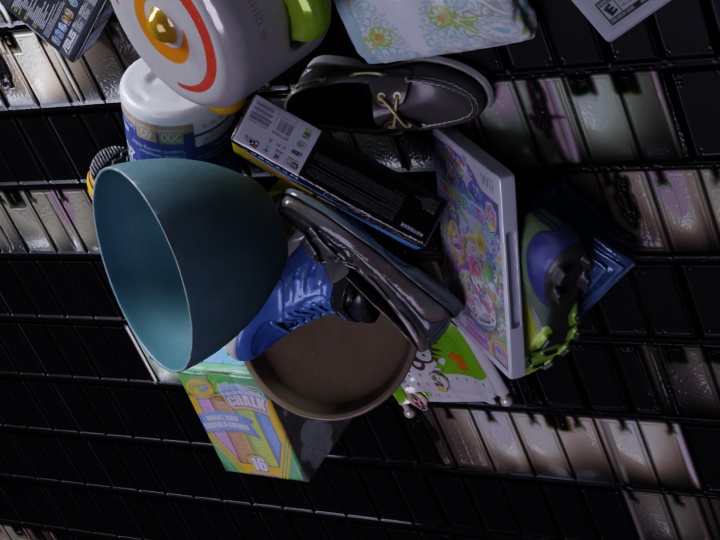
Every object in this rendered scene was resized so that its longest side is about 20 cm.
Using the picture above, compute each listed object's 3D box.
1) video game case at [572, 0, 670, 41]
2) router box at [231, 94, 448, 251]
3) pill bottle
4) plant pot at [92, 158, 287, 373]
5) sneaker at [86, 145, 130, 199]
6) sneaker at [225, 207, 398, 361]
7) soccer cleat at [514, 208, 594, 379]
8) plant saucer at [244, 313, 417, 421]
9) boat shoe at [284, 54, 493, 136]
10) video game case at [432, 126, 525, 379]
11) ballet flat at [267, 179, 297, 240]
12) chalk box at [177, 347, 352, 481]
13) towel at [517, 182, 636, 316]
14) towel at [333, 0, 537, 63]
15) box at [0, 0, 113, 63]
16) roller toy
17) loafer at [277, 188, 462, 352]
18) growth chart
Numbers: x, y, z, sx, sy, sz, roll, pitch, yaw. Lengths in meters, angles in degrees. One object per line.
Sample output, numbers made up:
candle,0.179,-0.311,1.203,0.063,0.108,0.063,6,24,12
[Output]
video game case,0.203,-0.292,1.271,0.182,0.023,0.200,46,136,-11
router box,-0.021,-0.087,1.544,0.199,0.051,0.149,29,178,-2
pill bottle,-0.175,-0.111,1.666,0.110,0.111,0.201,19,137,21
plant pot,-0.148,-0.021,1.568,0.200,0.134,0.201,42,143,43
sneaker,-0.212,-0.050,1.800,0.200,0.070,0.090,40,156,-3
sneaker,-0.043,0.031,1.649,0.111,0.200,0.077,41,-174,24
soccer cleat,0.161,0.023,1.524,0.084,0.064,0.201,53,153,29
plant saucer,-0.031,0.052,1.700,0.199,0.029,0.202,0,89,18
boat shoe,0.024,-0.153,1.517,0.200,0.061,0.072,6,131,33
video game case,0.108,-0.019,1.524,0.143,0.018,0.201,-133,33,-58
ballet flat,-0.118,-0.010,1.677,0.067,0.067,0.200,38,102,0
chalk box,-0.108,0.113,1.824,0.123,0.125,0.201,2,128,35
towel,0.168,0.005,1.572,0.111,0.049,0.200,39,141,0
towel,0.041,-0.270,1.404,0.170,0.048,0.201,-1,127,38
box,-0.298,-0.317,1.615,0.160,0.044,0.200,40,140,-1
roller toy,-0.130,-0.242,1.458,0.183,0.140,0.200,53,154,-2
loafer,0.000,0.000,1.563,0.199,0.063,0.072,34,174,0
growth chart,0.071,0.093,1.735,0.200,0.018,0.145,-11,122,54
